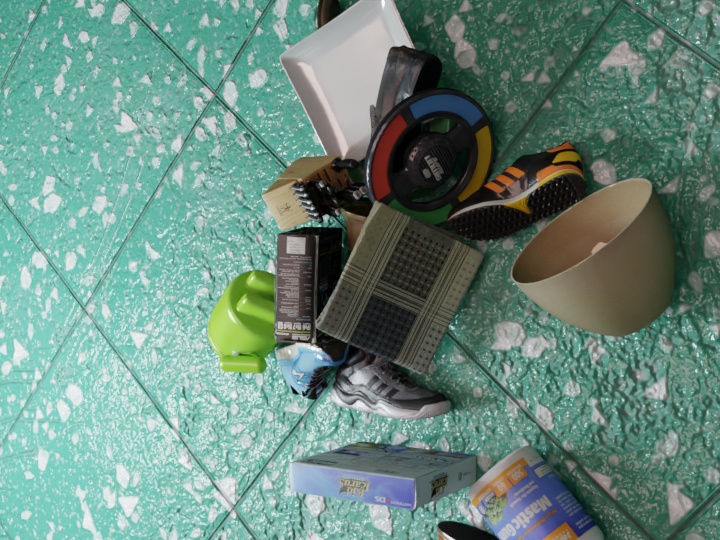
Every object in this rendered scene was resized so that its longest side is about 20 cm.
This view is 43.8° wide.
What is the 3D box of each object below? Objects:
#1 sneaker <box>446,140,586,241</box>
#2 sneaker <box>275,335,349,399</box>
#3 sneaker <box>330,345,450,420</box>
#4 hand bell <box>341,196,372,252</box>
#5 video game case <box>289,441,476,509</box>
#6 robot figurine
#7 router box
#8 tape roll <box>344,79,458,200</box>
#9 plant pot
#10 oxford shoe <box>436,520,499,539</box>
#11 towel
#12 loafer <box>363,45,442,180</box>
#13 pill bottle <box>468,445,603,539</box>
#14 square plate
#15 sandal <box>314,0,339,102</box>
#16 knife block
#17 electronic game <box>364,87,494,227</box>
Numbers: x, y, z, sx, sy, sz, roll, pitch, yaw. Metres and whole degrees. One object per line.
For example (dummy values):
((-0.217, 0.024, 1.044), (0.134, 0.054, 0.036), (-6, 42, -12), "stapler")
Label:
((0.210, -0.109, 1.215), (0.200, 0.070, 0.090), (-21, 43, 30), "sneaker")
((-0.063, 0.146, 1.344), (0.200, 0.078, 0.090), (150, 109, -65), "sneaker")
((0.041, 0.151, 1.307), (0.200, 0.075, 0.114), (5, 94, 35), "sneaker")
((0.000, 0.000, 1.345), (0.104, 0.104, 0.200), (23, 113, 31), "hand bell")
((0.034, 0.283, 1.248), (0.200, 0.181, 0.046), (0, 90, 33), "video game case")
((-0.171, 0.076, 1.398), (0.200, 0.115, 0.176), (-49, 23, 52), "robot figurine")
((-0.073, 0.016, 1.301), (0.062, 0.200, 0.150), (2, 96, 8), "router box")
((0.052, -0.203, 1.323), (0.200, 0.048, 0.201), (0, 90, 33), "tape roll")
((0.304, 0.002, 1.094), (0.200, 0.200, 0.135), (-33, 103, 28), "plant pot")
((0.182, 0.413, 1.220), (0.200, 0.071, 0.071), (29, 109, 28), "oxford shoe")
((0.056, 0.024, 1.233), (0.200, 0.192, 0.035), (-63, 25, 5), "towel")
((0.044, -0.211, 1.235), (0.072, 0.073, 0.200), (32, 108, 30), "loafer")
((0.241, 0.337, 1.157), (0.112, 0.112, 0.200), (-49, 65, 22), "pill bottle")
((0.003, -0.271, 1.289), (0.200, 0.028, 0.198), (-26, 90, 29), "square plate")
((-0.036, -0.327, 1.377), (0.054, 0.082, 0.201), (1, 83, 11), "sandal")
((-0.045, -0.129, 1.300), (0.175, 0.200, 0.064), (-19, 109, 25), "knife block")
((0.096, -0.148, 1.213), (0.042, 0.200, 0.200), (43, 113, 52), "electronic game")
